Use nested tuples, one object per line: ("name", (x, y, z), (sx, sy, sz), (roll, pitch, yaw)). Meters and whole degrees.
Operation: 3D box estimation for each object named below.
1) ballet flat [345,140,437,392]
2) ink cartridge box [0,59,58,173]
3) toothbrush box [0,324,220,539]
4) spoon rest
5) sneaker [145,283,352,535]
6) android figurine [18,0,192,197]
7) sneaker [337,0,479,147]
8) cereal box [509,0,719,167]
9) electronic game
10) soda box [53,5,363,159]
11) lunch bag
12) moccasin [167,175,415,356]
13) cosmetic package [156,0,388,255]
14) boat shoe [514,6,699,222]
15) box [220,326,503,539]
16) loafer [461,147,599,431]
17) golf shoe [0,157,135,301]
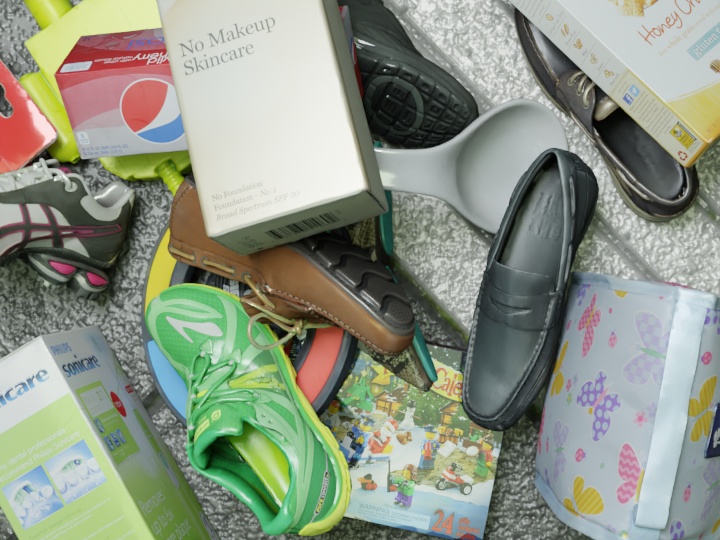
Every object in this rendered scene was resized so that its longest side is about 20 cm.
("ballet flat", (0.000, 0.000, 0.870), (0.074, 0.068, 0.202), (-16, 69, 9))
("ink cartridge box", (-0.322, -0.075, 0.897), (0.200, 0.067, 0.116), (-40, 88, 3))
("toothbrush box", (-0.190, 0.148, 0.854), (0.086, 0.146, 0.201), (-31, 88, 3))
("spoon rest", (0.069, -0.073, 0.851), (0.198, 0.061, 0.101), (-2, 105, -27))
("sneaker", (-0.081, 0.086, 0.790), (0.074, 0.083, 0.200), (-48, 69, 24))
("android figurine", (-0.168, -0.152, 0.905), (0.181, 0.041, 0.201), (-32, 87, 2))
("sneaker", (0.005, -0.166, 0.879), (0.199, 0.076, 0.091), (30, 52, -15))
("cereal box", (0.203, -0.184, 0.843), (0.200, 0.040, 0.144), (46, 61, 9))
("electronic game", (-0.083, 0.026, 0.861), (0.198, 0.041, 0.203), (-5, 82, 34))
("soda box", (-0.101, -0.127, 0.823), (0.197, 0.064, 0.071), (-4, 125, 12))
("lunch bag", (0.193, 0.092, 0.809), (0.125, 0.200, 0.172), (10, 90, 3))
("moccasin", (-0.051, 0.007, 0.785), (0.200, 0.073, 0.079), (26, 105, 24))
("cosmetic package", (-0.058, -0.122, 0.731), (0.102, 0.073, 0.202), (-17, 79, 9))
("boat shoe", (0.185, -0.127, 0.872), (0.074, 0.073, 0.201), (-37, 89, 2))
("box", (0.006, 0.115, 0.898), (0.197, 0.038, 0.138), (11, 91, 3))
("loafer", (0.111, 0.011, 0.840), (0.068, 0.070, 0.203), (17, 86, 30))
("golf shoe", (-0.243, -0.045, 0.838), (0.077, 0.199, 0.089), (36, 99, 33))
